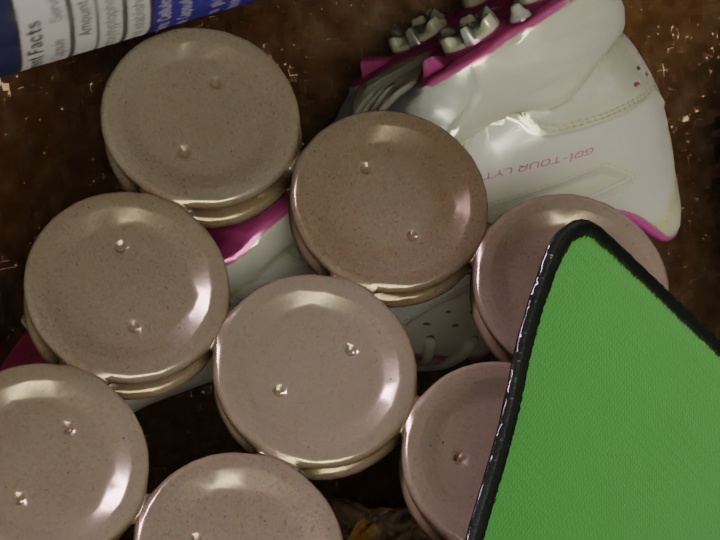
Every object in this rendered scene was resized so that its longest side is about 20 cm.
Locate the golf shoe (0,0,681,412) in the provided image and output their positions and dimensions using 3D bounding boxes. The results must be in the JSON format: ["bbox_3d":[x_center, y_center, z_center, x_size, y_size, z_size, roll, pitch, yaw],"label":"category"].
[{"bbox_3d":[0.000,0.000,0.798,0.200,0.075,0.092,-33,108,-7],"label":"golf shoe"}]

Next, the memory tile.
[{"bbox_3d":[-0.020,0.047,0.710,0.153,0.017,0.201,23,64,2],"label":"memory tile"}]

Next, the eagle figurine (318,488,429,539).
[{"bbox_3d":[-0.069,0.120,0.765,0.200,0.152,0.151,-40,70,-23],"label":"eagle figurine"}]

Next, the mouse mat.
[{"bbox_3d":[0.062,0.108,0.713,0.161,0.008,0.201,41,58,-45],"label":"mouse mat"}]

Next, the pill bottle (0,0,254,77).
[{"bbox_3d":[-0.081,-0.112,0.733,0.199,0.120,0.120,-17,102,-10],"label":"pill bottle"}]
